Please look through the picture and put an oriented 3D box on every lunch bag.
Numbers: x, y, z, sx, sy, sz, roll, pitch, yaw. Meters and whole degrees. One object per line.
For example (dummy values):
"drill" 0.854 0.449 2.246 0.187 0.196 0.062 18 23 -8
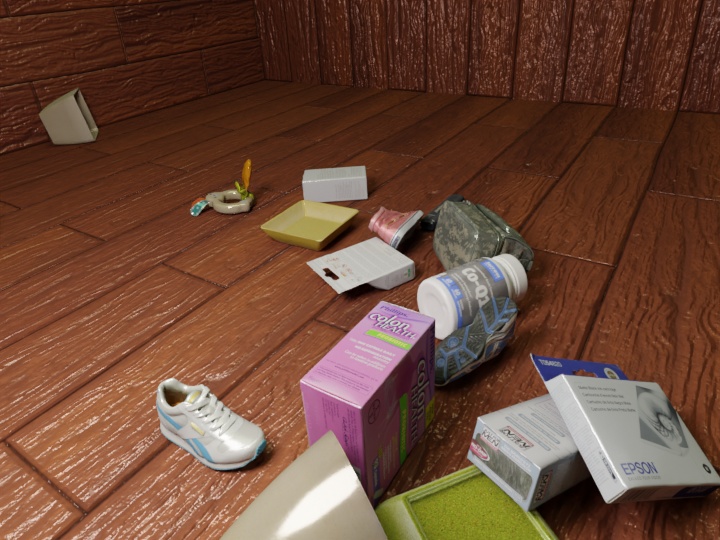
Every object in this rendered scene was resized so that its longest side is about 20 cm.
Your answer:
"lunch bag" 0.268 -0.060 1.156 0.161 0.144 0.201 5 26 -19

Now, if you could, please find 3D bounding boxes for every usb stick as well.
"usb stick" 0.225 -0.160 1.429 0.054 0.034 0.199 16 36 30

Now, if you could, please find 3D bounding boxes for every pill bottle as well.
"pill bottle" 0.214 0.043 0.992 0.194 0.118 0.113 -19 32 -25

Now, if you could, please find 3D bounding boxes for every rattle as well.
"rattle" -0.415 -0.241 1.544 0.191 0.146 0.133 5 48 3

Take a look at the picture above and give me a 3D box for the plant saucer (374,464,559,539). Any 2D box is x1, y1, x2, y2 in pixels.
"plant saucer" 0.134 0.309 0.608 0.193 0.050 0.200 -14 31 -17

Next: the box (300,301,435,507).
"box" 0.020 0.178 0.716 0.094 0.182 0.199 14 33 29

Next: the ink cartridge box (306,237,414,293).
"ink cartridge box" 0.000 0.000 1.168 0.195 0.052 0.160 -23 35 -24

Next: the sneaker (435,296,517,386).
"sneaker" 0.196 0.134 0.887 0.197 0.079 0.075 -35 40 -14

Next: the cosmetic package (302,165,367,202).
"cosmetic package" -0.076 -0.263 1.602 0.191 0.074 0.103 -3 29 1

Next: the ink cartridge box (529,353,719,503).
"ink cartridge box" 0.337 0.187 0.676 0.193 0.041 0.204 10 41 -28

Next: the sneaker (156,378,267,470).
"sneaker" -0.224 0.222 0.767 0.193 0.084 0.077 12 31 23

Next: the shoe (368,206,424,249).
"shoe" 0.090 -0.123 1.293 0.090 0.073 0.200 35 31 8

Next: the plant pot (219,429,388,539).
"plant pot" -0.071 0.302 0.534 0.195 0.192 0.187 -27 34 -13

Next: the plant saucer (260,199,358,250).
"plant saucer" -0.128 -0.115 1.376 0.194 0.050 0.199 13 33 28

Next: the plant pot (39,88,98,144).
"plant pot" -1.315 -0.674 2.359 0.172 0.206 0.201 -22 32 -11

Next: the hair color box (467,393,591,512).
"hair color box" 0.240 0.222 0.677 0.194 0.063 0.098 -2 23 -38
